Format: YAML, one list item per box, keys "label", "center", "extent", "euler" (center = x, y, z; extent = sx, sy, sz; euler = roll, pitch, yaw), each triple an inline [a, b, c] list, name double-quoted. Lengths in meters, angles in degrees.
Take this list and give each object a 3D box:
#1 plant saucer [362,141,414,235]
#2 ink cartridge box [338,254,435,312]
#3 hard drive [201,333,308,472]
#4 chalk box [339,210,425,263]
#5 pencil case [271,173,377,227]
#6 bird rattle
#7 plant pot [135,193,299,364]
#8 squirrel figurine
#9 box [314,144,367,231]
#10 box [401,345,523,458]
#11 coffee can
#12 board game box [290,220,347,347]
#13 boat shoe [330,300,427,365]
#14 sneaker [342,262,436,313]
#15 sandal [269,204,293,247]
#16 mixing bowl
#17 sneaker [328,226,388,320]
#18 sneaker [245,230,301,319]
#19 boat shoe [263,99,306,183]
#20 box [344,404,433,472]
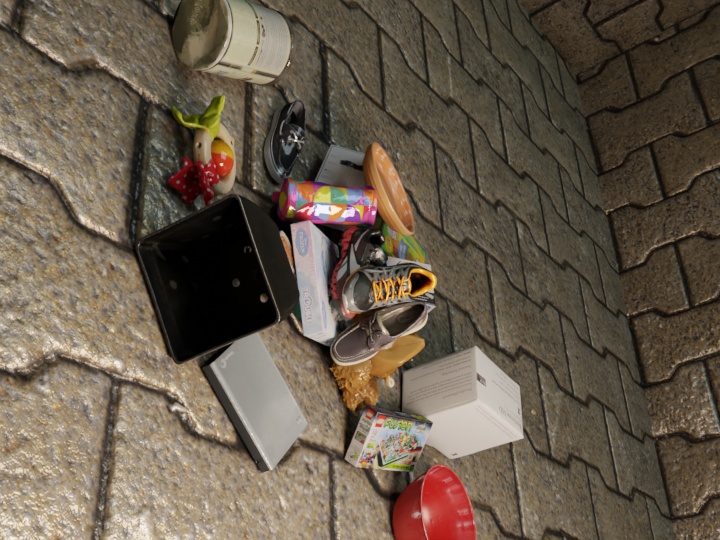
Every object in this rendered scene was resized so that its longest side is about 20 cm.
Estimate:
- label: "plant saucer"
  center: [0.054, -0.163, 1.715]
  extent: [0.202, 0.037, 0.202]
  euler: [59, 18, -31]
- label: "ink cartridge box"
  center: [0.053, 0.023, 1.664]
  extent: [0.196, 0.044, 0.096]
  euler: [10, 59, -26]
- label: "hard drive"
  center: [-0.173, 0.209, 1.389]
  extent: [0.203, 0.032, 0.140]
  euler: [62, 31, -11]
- label: "chalk box"
  center: [0.034, -0.041, 1.782]
  extent: [0.200, 0.122, 0.126]
  euler: [46, 37, -32]
- label: "pencil case"
  center: [-0.065, -0.129, 1.595]
  extent: [0.195, 0.089, 0.091]
  euler: [5, 62, -20]
- label: "bird rattle"
  center: [-0.256, -0.197, 1.456]
  extent: [0.163, 0.110, 0.205]
  euler: [31, 47, -67]
- label: "plant pot"
  center: [-0.205, 0.012, 1.329]
  extent: [0.204, 0.196, 0.177]
  euler: [70, 18, 5]
- label: "squirrel figurine"
  center: [0.022, 0.174, 1.622]
  extent: [0.141, 0.187, 0.200]
  euler: [40, 73, 14]
- label: "box"
  center: [-0.037, -0.174, 1.756]
  extent: [0.114, 0.061, 0.202]
  euler: [14, 43, 3]
- label: "box"
  center: [0.218, 0.288, 1.793]
  extent: [0.198, 0.197, 0.133]
  euler: [40, 40, -38]
- label: "coffee can"
  center: [-0.236, -0.439, 1.582]
  extent: [0.198, 0.144, 0.150]
  euler: [-4, 74, -58]
- label: "board game box"
  center: [-0.073, 0.032, 1.565]
  extent: [0.199, 0.042, 0.205]
  euler: [45, 36, -73]
- label: "boat shoe"
  center: [0.034, 0.105, 1.513]
  extent: [0.065, 0.196, 0.073]
  euler: [93, -27, -68]
- label: "sneaker"
  center: [0.052, 0.027, 1.500]
  extent: [0.197, 0.076, 0.080]
  euler: [-19, 106, -34]
- label: "sandal"
  center: [-0.115, -0.038, 1.621]
  extent: [0.075, 0.044, 0.204]
  euler: [-33, 99, -58]
- label: "mixing bowl"
  center: [0.130, 0.489, 1.620]
  extent: [0.199, 0.107, 0.205]
  euler: [35, 45, -43]
- label: "sneaker"
  center: [0.000, 0.000, 1.547]
  extent: [0.071, 0.096, 0.204]
  euler: [51, 41, -42]
- label: "sneaker"
  center: [-0.147, 0.016, 1.526]
  extent: [0.072, 0.078, 0.203]
  euler: [-90, 164, -50]
- label: "boat shoe"
  center: [-0.144, -0.266, 1.696]
  extent: [0.072, 0.067, 0.204]
  euler: [42, 40, -35]
- label: "box"
  center: [0.058, 0.328, 1.619]
  extent: [0.198, 0.034, 0.112]
  euler: [21, 92, -51]
